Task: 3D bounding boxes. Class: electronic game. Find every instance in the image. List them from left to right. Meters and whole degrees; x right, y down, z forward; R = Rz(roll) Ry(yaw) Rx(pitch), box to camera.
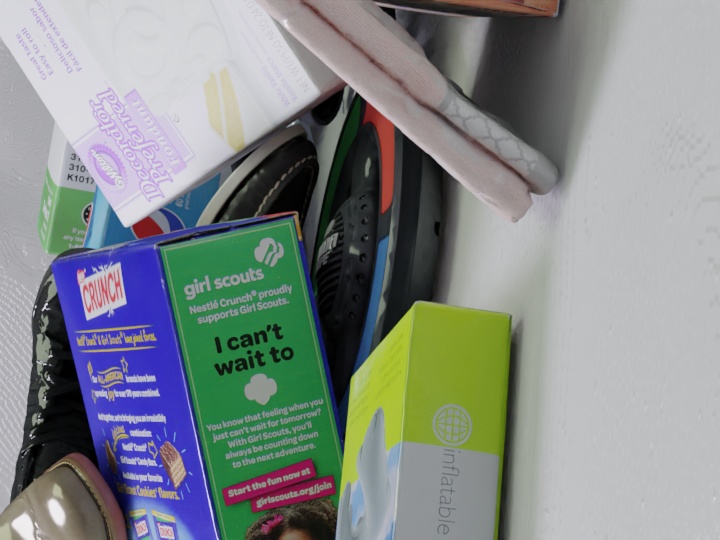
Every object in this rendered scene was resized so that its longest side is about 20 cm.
[{"bbox_3d":[0.000,0.000,1.219,0.200,0.042,0.200,-172,90,-80],"label":"electronic game"}]

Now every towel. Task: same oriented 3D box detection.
[{"bbox_3d":[-0.012,-0.106,1.031,0.032,0.191,0.200,-48,16,4],"label":"towel"}]

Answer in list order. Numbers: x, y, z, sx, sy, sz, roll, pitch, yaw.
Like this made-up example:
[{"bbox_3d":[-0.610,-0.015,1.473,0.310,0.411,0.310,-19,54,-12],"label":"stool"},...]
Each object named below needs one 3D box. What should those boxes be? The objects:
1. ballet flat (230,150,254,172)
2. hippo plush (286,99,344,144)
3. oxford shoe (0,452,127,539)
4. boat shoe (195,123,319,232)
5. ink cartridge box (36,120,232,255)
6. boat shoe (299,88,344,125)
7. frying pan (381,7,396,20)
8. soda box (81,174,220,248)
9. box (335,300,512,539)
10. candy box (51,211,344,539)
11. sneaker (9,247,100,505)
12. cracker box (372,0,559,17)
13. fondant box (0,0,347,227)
[{"bbox_3d":[-0.045,-0.091,1.539,0.200,0.057,0.067,103,147,-48],"label":"ballet flat"},{"bbox_3d":[-0.091,-0.185,1.417,0.159,0.161,0.200,-60,-30,-61],"label":"hippo plush"},{"bbox_3d":[-0.175,0.162,1.278,0.070,0.075,0.200,54,141,18],"label":"oxford shoe"},{"bbox_3d":[-0.059,0.010,1.314,0.074,0.060,0.200,-26,-27,-48],"label":"boat shoe"},{"bbox_3d":[-0.121,-0.104,1.636,0.084,0.145,0.200,-127,47,-74],"label":"ink cartridge box"},{"bbox_3d":[-0.009,-0.160,1.261,0.063,0.073,0.200,39,128,23],"label":"boat shoe"},{"bbox_3d":[0.015,-0.183,1.306,0.190,0.031,0.115,-121,38,-67],"label":"frying pan"},{"bbox_3d":[-0.123,-0.029,1.474,0.068,0.064,0.200,121,163,-46],"label":"soda box"},{"bbox_3d":[0.020,0.125,1.015,0.122,0.048,0.200,127,151,-68],"label":"box"},{"bbox_3d":[-0.071,0.079,1.203,0.169,0.077,0.200,-5,99,67],"label":"candy box"},{"bbox_3d":[-0.156,0.096,1.362,0.104,0.060,0.200,-97,16,-59],"label":"sneaker"},{"bbox_3d":[0.045,-0.178,1.086,0.200,0.058,0.134,-146,64,-79],"label":"cracker box"},{"bbox_3d":[-0.091,-0.123,1.262,0.144,0.058,0.200,57,143,-2],"label":"fondant box"}]
